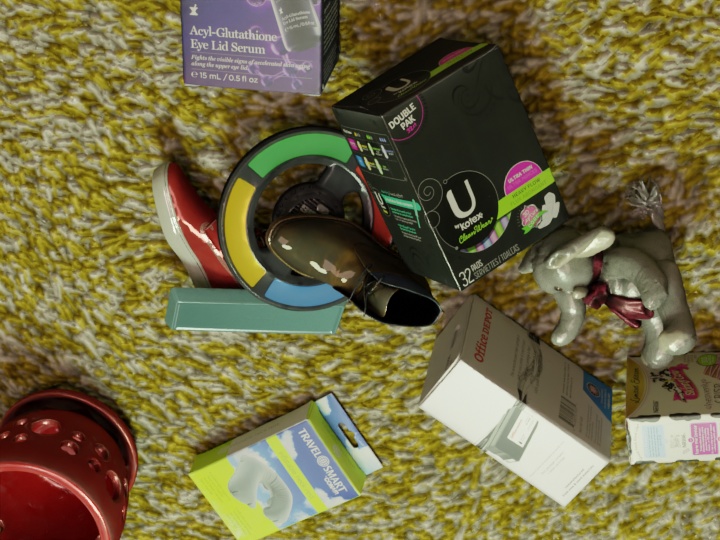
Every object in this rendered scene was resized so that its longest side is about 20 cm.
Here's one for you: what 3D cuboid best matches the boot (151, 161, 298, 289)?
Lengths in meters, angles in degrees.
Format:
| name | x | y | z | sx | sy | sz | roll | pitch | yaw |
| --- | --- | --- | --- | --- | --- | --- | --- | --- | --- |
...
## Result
| name | x | y | z | sx | sy | sz | roll | pitch | yaw |
| --- | --- | --- | --- | --- | --- | --- | --- | --- | --- |
| boot | -0.132 | -0.046 | 1.724 | 0.143 | 0.073 | 0.201 | -16 | 121 | 17 |

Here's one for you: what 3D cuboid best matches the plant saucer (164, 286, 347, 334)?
| name | x | y | z | sx | sy | sz | roll | pitch | yaw |
| --- | --- | --- | --- | --- | --- | --- | --- | --- | --- |
| plant saucer | -0.114 | 0.047 | 1.746 | 0.198 | 0.019 | 0.070 | 3 | 144 | -13 |

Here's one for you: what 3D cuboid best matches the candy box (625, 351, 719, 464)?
| name | x | y | z | sx | sy | sz | roll | pitch | yaw |
| --- | --- | --- | --- | --- | --- | --- | --- | --- | --- |
| candy box | 0.384 | 0.142 | 1.689 | 0.198 | 0.137 | 0.062 | -5 | 115 | 12 |

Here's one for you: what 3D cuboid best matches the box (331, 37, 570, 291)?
| name | x | y | z | sx | sy | sz | roll | pitch | yaw |
| --- | --- | --- | --- | --- | --- | --- | --- | --- | --- |
| box | 0.090 | -0.109 | 1.585 | 0.148 | 0.124 | 0.201 | -32 | 112 | -17 |

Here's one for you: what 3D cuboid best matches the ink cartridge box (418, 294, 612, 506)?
| name | x | y | z | sx | sy | sz | roll | pitch | yaw |
| --- | --- | --- | --- | --- | --- | --- | --- | --- | --- |
| ink cartridge box | 0.171 | 0.138 | 1.720 | 0.199 | 0.145 | 0.084 | 35 | 118 | -8 |

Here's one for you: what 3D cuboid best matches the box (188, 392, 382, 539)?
| name | x | y | z | sx | sy | sz | roll | pitch | yaw |
| --- | --- | --- | --- | --- | --- | --- | --- | --- | --- |
| box | -0.089 | 0.238 | 1.875 | 0.199 | 0.048 | 0.122 | -27 | 110 | 22 |

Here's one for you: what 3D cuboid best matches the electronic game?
| name | x | y | z | sx | sy | sz | roll | pitch | yaw |
| --- | --- | --- | --- | --- | --- | --- | --- | --- | --- |
| electronic game | -0.055 | -0.054 | 1.681 | 0.198 | 0.042 | 0.202 | -4 | 106 | -15 |

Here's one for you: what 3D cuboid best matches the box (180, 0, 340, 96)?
| name | x | y | z | sx | sy | sz | roll | pitch | yaw |
| --- | --- | --- | --- | --- | --- | --- | --- | --- | --- |
| box | -0.099 | -0.288 | 1.571 | 0.146 | 0.105 | 0.202 | 4 | 118 | 9 |

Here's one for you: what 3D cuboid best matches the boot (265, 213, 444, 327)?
| name | x | y | z | sx | sy | sz | roll | pitch | yaw |
| --- | --- | --- | --- | --- | --- | --- | --- | --- | --- |
| boot | 0.000 | 0.000 | 1.645 | 0.199 | 0.097 | 0.075 | 20 | 102 | -29 |

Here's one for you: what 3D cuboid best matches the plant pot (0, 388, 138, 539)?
| name | x | y | z | sx | sy | sz | roll | pitch | yaw |
| --- | --- | --- | --- | --- | --- | --- | --- | --- | --- |
| plant pot | -0.362 | 0.256 | 1.856 | 0.198 | 0.183 | 0.202 | 4 | 117 | 8 |

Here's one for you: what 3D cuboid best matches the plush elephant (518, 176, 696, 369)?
| name | x | y | z | sx | sy | sz | roll | pitch | yaw |
| --- | --- | --- | --- | --- | --- | --- | --- | --- | --- |
| plush elephant | 0.247 | 0.012 | 1.638 | 0.153 | 0.165 | 0.202 | -9 | 87 | 0 |
